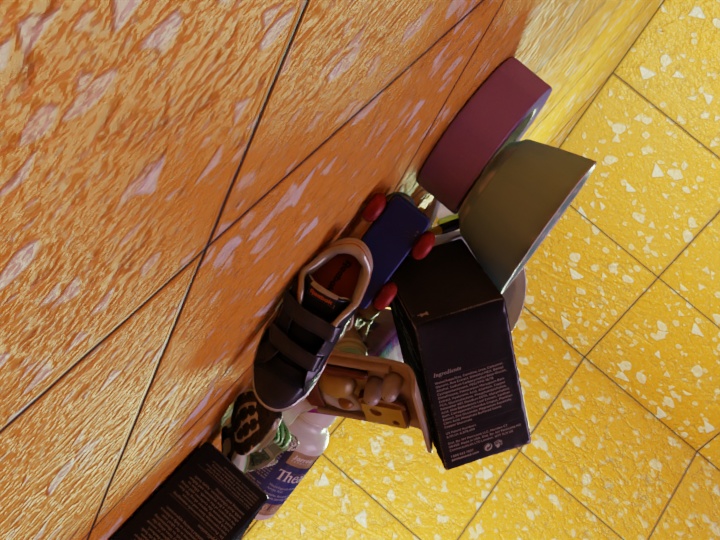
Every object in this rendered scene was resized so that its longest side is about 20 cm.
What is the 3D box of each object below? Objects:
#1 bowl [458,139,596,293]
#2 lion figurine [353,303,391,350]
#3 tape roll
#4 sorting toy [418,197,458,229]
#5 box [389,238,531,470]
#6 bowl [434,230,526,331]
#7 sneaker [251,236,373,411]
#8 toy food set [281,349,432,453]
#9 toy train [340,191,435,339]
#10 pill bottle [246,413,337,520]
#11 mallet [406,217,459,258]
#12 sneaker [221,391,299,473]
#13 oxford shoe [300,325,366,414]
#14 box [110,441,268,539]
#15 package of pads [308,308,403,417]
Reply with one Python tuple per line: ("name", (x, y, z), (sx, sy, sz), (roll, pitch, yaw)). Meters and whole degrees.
("bowl", (0.195, -0.084, 1.539), (0.202, 0.105, 0.201), (-51, 172, -10))
("lion figurine", (0.006, 0.026, 1.612), (0.201, 0.071, 0.124), (-67, 164, -57))
("tape roll", (0.158, -0.170, 1.568), (0.201, 0.065, 0.200), (-50, 174, -7))
("sorting toy", (0.113, -0.059, 1.768), (0.200, 0.106, 0.182), (-38, 157, -44))
("box", (0.115, 0.098, 1.514), (0.116, 0.203, 0.197), (-16, -156, -4))
("bowl", (0.119, 0.028, 1.671), (0.202, 0.201, 0.090), (-51, -144, 0))
("sneaker", (-0.053, 0.052, 1.278), (0.202, 0.078, 0.079), (-62, 179, -3))
("toy food set", (-0.015, 0.159, 1.462), (0.144, 0.197, 0.061), (72, 33, -51))
("toy train", (0.000, 0.000, 1.389), (0.201, 0.084, 0.116), (-53, -174, 12))
("pill bottle", (-0.114, 0.248, 1.761), (0.201, 0.111, 0.111), (-53, 173, 18))
("mallet", (0.087, -0.048, 1.578), (0.065, 0.042, 0.199), (-13, -176, 41))
("sneaker", (-0.115, 0.199, 1.518), (0.087, 0.078, 0.200), (0, 157, -20))
("oxford shoe", (-0.066, 0.126, 1.551), (0.199, 0.075, 0.058), (-38, -141, 33))
("box", (-0.224, 0.332, 1.484), (0.200, 0.107, 0.149), (-45, 172, -39))
("package of pads", (-0.017, 0.117, 1.672), (0.200, 0.119, 0.077), (-42, 129, -53))
